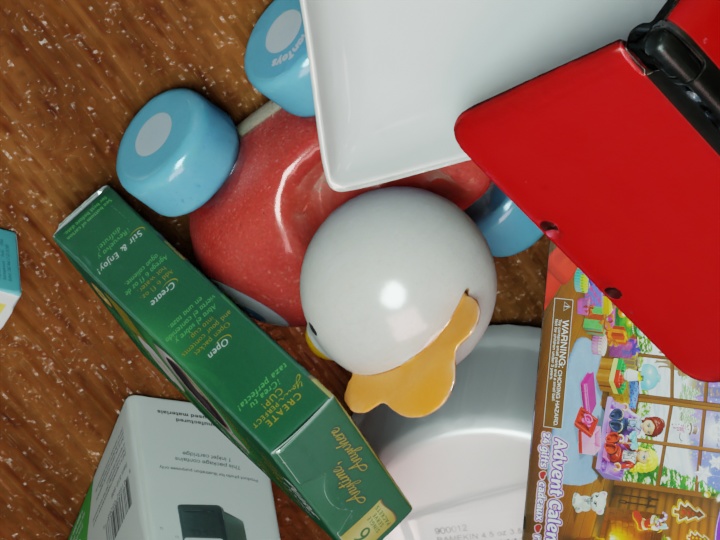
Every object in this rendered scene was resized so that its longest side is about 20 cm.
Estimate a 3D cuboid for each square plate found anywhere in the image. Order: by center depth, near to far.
[{"bbox_3d":[0.061,-0.152,1.252,0.198,0.028,0.201,-14,110,-11],"label":"square plate"}]

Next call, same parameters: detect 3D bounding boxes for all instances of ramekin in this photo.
[{"bbox_3d":[0.079,0.140,1.557,0.200,0.098,0.201,4,115,9],"label":"ramekin"}]

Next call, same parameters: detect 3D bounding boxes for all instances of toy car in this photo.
[{"bbox_3d":[0.000,0.000,1.382,0.177,0.200,0.184,-36,130,23],"label":"toy car"}]

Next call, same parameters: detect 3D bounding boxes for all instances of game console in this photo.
[{"bbox_3d":[0.175,-0.064,1.270,0.200,0.119,0.173,43,75,-28],"label":"game console"}]

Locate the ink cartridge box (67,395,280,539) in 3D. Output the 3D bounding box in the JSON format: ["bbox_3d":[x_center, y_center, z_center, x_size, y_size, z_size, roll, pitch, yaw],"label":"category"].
[{"bbox_3d":[-0.101,0.192,1.556,0.083,0.200,0.147,9,133,-20],"label":"ink cartridge box"}]

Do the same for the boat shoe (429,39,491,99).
[{"bbox_3d":[0.090,-0.089,1.368,0.063,0.074,0.200,-12,166,25],"label":"boat shoe"}]

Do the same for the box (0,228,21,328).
[{"bbox_3d":[-0.280,-0.002,1.432,0.200,0.049,0.082,17,128,-26],"label":"box"}]

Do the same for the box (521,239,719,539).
[{"bbox_3d":[0.153,0.060,1.377,0.136,0.201,0.039,6,-177,28],"label":"box"}]

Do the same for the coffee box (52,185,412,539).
[{"bbox_3d":[-0.064,0.052,1.419,0.044,0.200,0.123,-42,141,-8],"label":"coffee box"}]
